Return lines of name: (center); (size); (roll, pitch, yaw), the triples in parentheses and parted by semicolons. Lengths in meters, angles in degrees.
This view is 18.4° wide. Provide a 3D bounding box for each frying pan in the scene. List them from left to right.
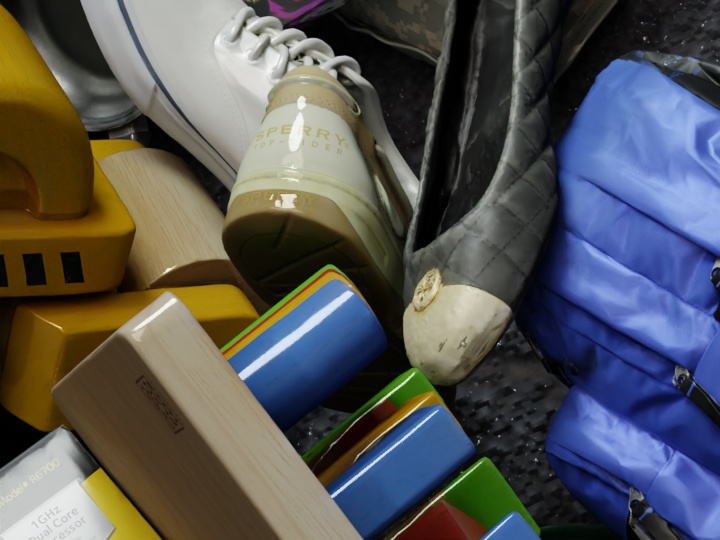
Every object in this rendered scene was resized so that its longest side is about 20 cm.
frying pan: (-0.098, -0.087, 0.950); (0.115, 0.031, 0.191); (-39, 83, 37)

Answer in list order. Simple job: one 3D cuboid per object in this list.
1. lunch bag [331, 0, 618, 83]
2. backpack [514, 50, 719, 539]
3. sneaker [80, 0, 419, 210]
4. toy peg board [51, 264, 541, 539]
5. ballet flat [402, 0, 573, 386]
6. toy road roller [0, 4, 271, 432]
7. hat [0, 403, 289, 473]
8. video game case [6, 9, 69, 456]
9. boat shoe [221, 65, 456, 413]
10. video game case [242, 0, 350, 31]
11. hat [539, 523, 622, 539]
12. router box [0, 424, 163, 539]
lunch bag: (0.049, -0.184, 0.935); (0.163, 0.117, 0.201); (30, 88, 31)
backpack: (0.138, 0.024, 0.786); (0.200, 0.162, 0.168); (38, 89, 29)
sneaker: (-0.032, -0.069, 0.888); (0.071, 0.200, 0.073); (-27, 20, 38)
toy peg board: (0.013, 0.078, 0.666); (0.098, 0.199, 0.200); (-38, 92, -15)
ballet flat: (0.037, -0.054, 0.773); (0.066, 0.057, 0.201); (-21, 51, 48)
toy road roller: (-0.125, -0.028, 0.839); (0.123, 0.199, 0.147); (53, 135, 42)
hat: (-0.131, 0.078, 0.895); (0.201, 0.200, 0.081); (44, 131, 30)
video game case: (-0.211, -0.033, 0.956); (0.025, 0.180, 0.202); (-32, 47, 59)
boat shoe: (-0.003, 0.000, 0.830); (0.073, 0.201, 0.064); (2, 65, 17)
video game case: (-0.040, -0.193, 0.901); (0.199, 0.036, 0.182); (-23, 89, 48)
hat: (0.037, 0.143, 0.765); (0.198, 0.176, 0.167); (-4, 66, 20)
router box: (-0.128, 0.167, 0.706); (0.200, 0.051, 0.149); (-37, 64, -19)
